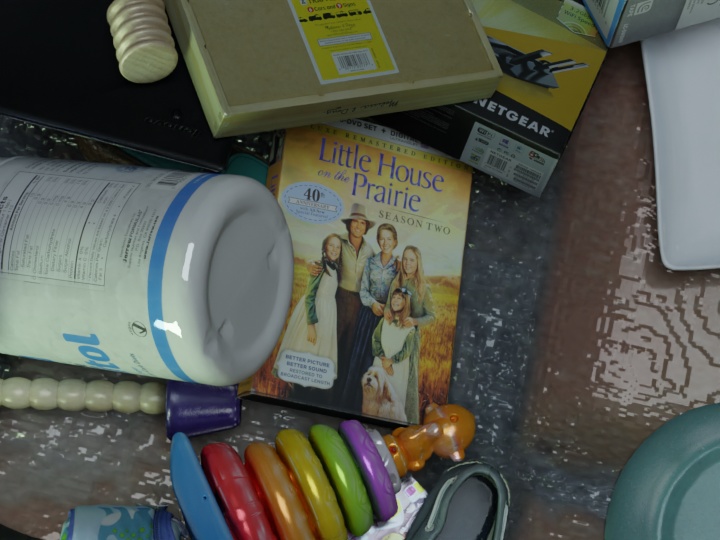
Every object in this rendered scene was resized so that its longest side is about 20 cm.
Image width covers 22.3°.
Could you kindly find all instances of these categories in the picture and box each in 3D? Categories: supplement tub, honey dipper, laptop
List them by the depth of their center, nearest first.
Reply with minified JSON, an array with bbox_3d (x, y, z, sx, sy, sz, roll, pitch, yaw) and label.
[{"bbox_3d":[-0.155,-0.002,1.157,0.199,0.132,0.133,6,74,28],"label":"supplement tub"},{"bbox_3d":[-0.156,-0.207,1.166,0.038,0.038,0.201,-15,58,-6],"label":"honey dipper"},{"bbox_3d":[-0.157,-0.139,1.207,0.186,0.200,0.117,15,91,0],"label":"laptop"}]

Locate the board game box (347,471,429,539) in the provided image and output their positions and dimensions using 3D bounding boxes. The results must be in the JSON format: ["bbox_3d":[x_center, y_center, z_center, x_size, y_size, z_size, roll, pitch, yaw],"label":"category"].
[{"bbox_3d":[-0.004,0.243,1.197,0.200,0.032,0.120,-41,86,-11],"label":"board game box"}]

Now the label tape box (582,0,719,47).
[{"bbox_3d":[0.236,-0.251,1.277,0.199,0.063,0.145,-17,62,-15],"label":"label tape box"}]

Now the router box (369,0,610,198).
[{"bbox_3d":[0.067,-0.159,1.256,0.199,0.052,0.158,25,54,3],"label":"router box"}]

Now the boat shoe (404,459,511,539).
[{"bbox_3d":[0.042,0.212,1.161,0.072,0.062,0.201,25,76,2],"label":"boat shoe"}]

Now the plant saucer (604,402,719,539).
[{"bbox_3d":[0.264,0.184,1.220,0.198,0.036,0.202,1,77,-3],"label":"plant saucer"}]

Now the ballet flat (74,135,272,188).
[{"bbox_3d":[-0.110,-0.060,1.237,0.200,0.065,0.071,37,67,-20],"label":"ballet flat"}]

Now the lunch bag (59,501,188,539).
[{"bbox_3d":[-0.150,0.244,1.121,0.082,0.161,0.202,2,78,-8],"label":"lunch bag"}]

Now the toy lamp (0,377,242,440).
[{"bbox_3d":[-0.178,0.082,1.211,0.198,0.058,0.059,4,76,-1],"label":"toy lamp"}]

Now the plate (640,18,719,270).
[{"bbox_3d":[0.299,-0.098,1.291,0.198,0.032,0.202,-3,77,-3],"label":"plate"}]

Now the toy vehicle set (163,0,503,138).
[{"bbox_3d":[-0.019,-0.156,1.167,0.198,0.027,0.125,-10,66,-24],"label":"toy vehicle set"}]

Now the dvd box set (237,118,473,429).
[{"bbox_3d":[0.000,0.000,1.229,0.145,0.029,0.202,14,74,-23],"label":"dvd box set"}]

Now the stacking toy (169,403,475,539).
[{"bbox_3d":[-0.016,0.135,1.175,0.199,0.110,0.116,-24,58,-10],"label":"stacking toy"}]

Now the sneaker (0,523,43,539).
[{"bbox_3d":[-0.285,0.140,1.183,0.198,0.075,0.116,7,74,0],"label":"sneaker"}]
